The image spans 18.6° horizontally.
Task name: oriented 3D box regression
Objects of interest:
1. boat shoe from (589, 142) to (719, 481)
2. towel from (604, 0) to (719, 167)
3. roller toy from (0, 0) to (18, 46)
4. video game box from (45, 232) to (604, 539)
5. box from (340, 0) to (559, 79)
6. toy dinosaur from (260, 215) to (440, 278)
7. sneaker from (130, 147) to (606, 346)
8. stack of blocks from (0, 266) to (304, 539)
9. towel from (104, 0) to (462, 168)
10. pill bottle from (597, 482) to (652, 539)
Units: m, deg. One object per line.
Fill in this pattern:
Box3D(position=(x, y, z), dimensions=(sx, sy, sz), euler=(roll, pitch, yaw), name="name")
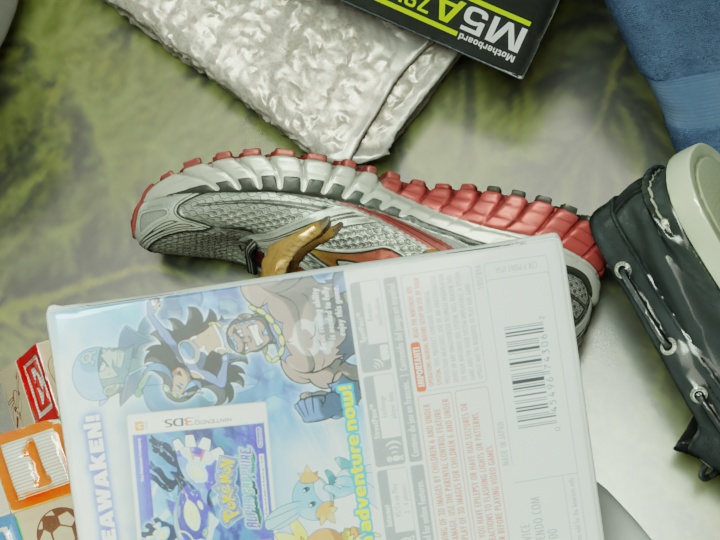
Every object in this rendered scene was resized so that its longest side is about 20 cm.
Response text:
Box3D(position=(0.151, 0.050, 0.888), dimensions=(0.066, 0.075, 0.200), euler=(-23, 103, 30), name="boat shoe")
Box3D(position=(0.158, -0.091, 0.865), dimensions=(0.111, 0.200, 0.049), euler=(-5, 36, 39), name="towel")
Box3D(position=(-0.245, -0.144, 0.926), dimensions=(0.181, 0.140, 0.201), euler=(-4, 79, 10), name="roller toy")
Box3D(position=(-0.007, 0.099, 0.771), dimensions=(0.181, 0.047, 0.201), euler=(-8, 89, -8), name="video game box")
Box3D(position=(0.015, -0.203, 0.881), dimensions=(0.199, 0.048, 0.194), euler=(23, 117, -1), name="box")
Box3D(position=(-0.011, 0.039, 0.817), dimensions=(0.199, 0.060, 0.107), euler=(-24, 87, -26), name="toy dinosaur")
Box3D(position=(0.000, 0.000, 0.912), dimensions=(0.199, 0.078, 0.083), euler=(11, 81, 7), name="sneaker")
Box3D(position=(-0.099, 0.083, 0.835), dimensions=(0.199, 0.059, 0.116), euler=(-17, 83, -25), name="stack of blocks")
Box3D(position=(-0.039, -0.142, 0.968), dimensions=(0.200, 0.034, 0.133), euler=(36, 83, 11), name="towel")
Box3D(position=(0.043, 0.182, 0.852), dimensions=(0.200, 0.111, 0.112), euler=(-37, 78, -3), name="pill bottle")
